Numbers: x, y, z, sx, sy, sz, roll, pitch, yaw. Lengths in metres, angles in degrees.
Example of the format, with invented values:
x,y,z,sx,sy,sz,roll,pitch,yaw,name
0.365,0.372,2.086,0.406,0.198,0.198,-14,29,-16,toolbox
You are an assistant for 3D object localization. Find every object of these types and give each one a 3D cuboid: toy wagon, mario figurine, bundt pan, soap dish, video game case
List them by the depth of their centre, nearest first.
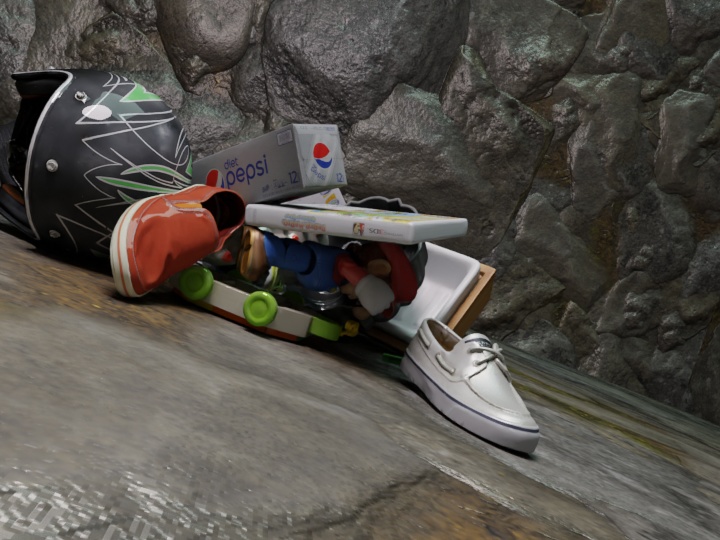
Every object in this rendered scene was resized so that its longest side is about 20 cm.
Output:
x,y,z,sx,sy,sz,roll,pitch,yaw,name
-0.098,0.037,0.720,0.196,0.040,0.155,22,1,6,toy wagon
-0.033,0.015,0.735,0.196,0.107,0.125,10,40,-17,mario figurine
0.004,-0.052,0.741,0.178,0.023,0.199,8,7,23,video game case
0.000,0.000,0.904,0.200,0.202,0.076,21,-31,43,bundt pan
0.068,0.039,0.949,0.198,0.158,0.082,22,-26,42,soap dish

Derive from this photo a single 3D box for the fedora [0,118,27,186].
x,y,z,sx,sy,sz,roll,pitch,yaw,name
-0.415,-0.129,0.887,0.090,0.205,0.199,-20,22,-26,fedora

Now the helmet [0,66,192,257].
x,y,z,sx,sy,sz,roll,pitch,yaw,name
-0.265,-0.106,0.702,0.188,0.204,0.199,20,0,31,helmet

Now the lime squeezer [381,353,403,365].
x,y,z,sx,sy,sz,roll,pitch,yaw,name
0.106,0.125,0.738,0.070,0.039,0.199,-18,24,-30,lime squeezer

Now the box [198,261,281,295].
x,y,z,sx,sy,sz,roll,pitch,yaw,name
-0.168,-0.034,1.123,0.196,0.112,0.035,21,1,5,box

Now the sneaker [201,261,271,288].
x,y,z,sx,sy,sz,roll,pitch,yaw,name
-0.169,-0.008,0.899,0.074,0.088,0.201,12,28,-25,sneaker

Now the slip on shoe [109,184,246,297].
x,y,z,sx,sy,sz,roll,pitch,yaw,name
-0.163,-0.035,0.637,0.060,0.076,0.200,-1,20,16,slip on shoe

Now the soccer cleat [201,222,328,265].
x,y,z,sx,sy,sz,roll,pitch,yaw,name
-0.119,-0.037,0.828,0.076,0.071,0.198,8,6,40,soccer cleat

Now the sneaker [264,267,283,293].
x,y,z,sx,sy,sz,roll,pitch,yaw,name
-0.136,-0.001,1.000,0.075,0.077,0.200,20,2,-13,sneaker

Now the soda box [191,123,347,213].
x,y,z,sx,sy,sz,roll,pitch,yaw,name
-0.109,-0.101,0.742,0.197,0.065,0.068,-9,2,42,soda box

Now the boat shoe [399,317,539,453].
x,y,z,sx,sy,sz,roll,pitch,yaw,name
0.101,0.094,0.638,0.070,0.071,0.200,17,7,-23,boat shoe

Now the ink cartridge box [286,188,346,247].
x,y,z,sx,sy,sz,roll,pitch,yaw,name
-0.067,-0.052,0.984,0.042,0.118,0.203,21,-40,56,ink cartridge box

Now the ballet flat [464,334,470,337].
x,y,z,sx,sy,sz,roll,pitch,yaw,name
0.146,0.129,1.012,0.067,0.056,0.200,63,8,5,ballet flat
